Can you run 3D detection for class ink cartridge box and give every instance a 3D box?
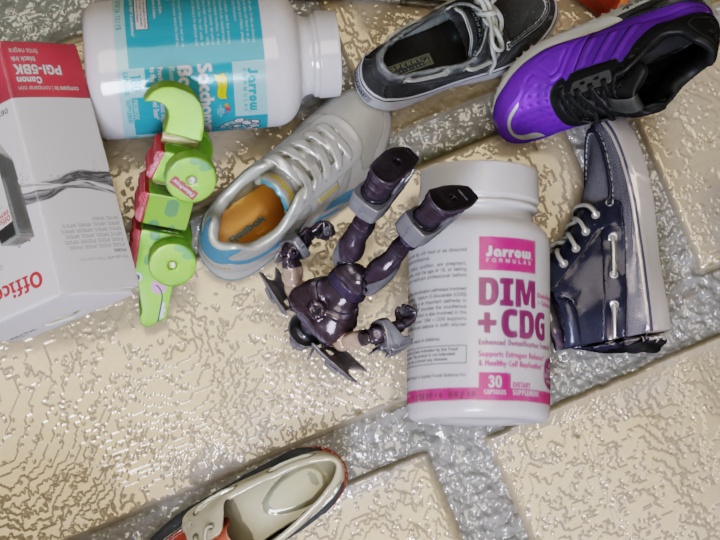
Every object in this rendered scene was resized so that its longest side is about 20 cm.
[{"bbox_3d":[-0.268,-0.057,1.266,0.147,0.083,0.200,-22,80,37],"label":"ink cartridge box"}]

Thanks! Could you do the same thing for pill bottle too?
[{"bbox_3d":[-0.117,-0.166,1.318,0.200,0.111,0.111,-6,82,-5],"label":"pill bottle"},{"bbox_3d":[0.093,0.020,1.306,0.113,0.113,0.200,1,81,-5],"label":"pill bottle"}]

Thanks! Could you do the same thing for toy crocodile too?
[{"bbox_3d":[-0.152,-0.050,1.282,0.062,0.068,0.200,9,118,-13],"label":"toy crocodile"}]

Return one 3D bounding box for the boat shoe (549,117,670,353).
[{"bbox_3d":[0.187,-0.027,1.340,0.093,0.075,0.200,-8,82,-12],"label":"boat shoe"}]

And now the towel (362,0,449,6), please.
[{"bbox_3d":[-0.005,-0.321,1.397,0.192,0.035,0.200,7,78,-7],"label":"towel"}]

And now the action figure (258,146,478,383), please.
[{"bbox_3d":[0.000,0.000,1.258,0.130,0.069,0.200,42,125,4],"label":"action figure"}]

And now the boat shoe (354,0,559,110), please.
[{"bbox_3d":[0.087,-0.194,1.344,0.199,0.068,0.074,-21,81,-24],"label":"boat shoe"}]

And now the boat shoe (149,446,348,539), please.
[{"bbox_3d":[-0.097,0.203,1.288,0.200,0.063,0.071,-32,87,-8],"label":"boat shoe"}]

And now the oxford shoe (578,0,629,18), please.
[{"bbox_3d":[0.201,-0.264,1.382,0.073,0.071,0.200,-45,102,-16],"label":"oxford shoe"}]

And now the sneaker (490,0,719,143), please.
[{"bbox_3d":[0.196,-0.151,1.315,0.200,0.100,0.070,-30,125,16],"label":"sneaker"}]

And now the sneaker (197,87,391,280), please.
[{"bbox_3d":[-0.047,-0.073,1.325,0.077,0.081,0.200,43,79,4],"label":"sneaker"}]
